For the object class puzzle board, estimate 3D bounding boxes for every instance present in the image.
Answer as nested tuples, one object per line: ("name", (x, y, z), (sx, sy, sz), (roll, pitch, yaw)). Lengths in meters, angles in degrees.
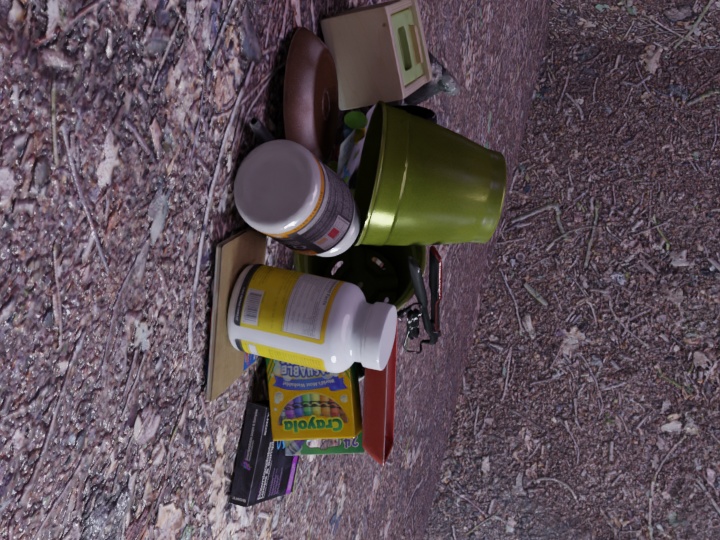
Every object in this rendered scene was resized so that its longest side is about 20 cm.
("puzzle board", (-0.160, 0.047, 1.291), (0.151, 0.017, 0.204), (-43, 141, -68))

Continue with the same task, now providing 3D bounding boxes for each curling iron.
("curling iron", (-0.111, -0.162, 1.305), (0.200, 0.025, 0.051), (34, 62, -74))

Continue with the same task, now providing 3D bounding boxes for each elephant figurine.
("elephant figurine", (0.057, -0.279, 1.686), (0.200, 0.156, 0.141), (-46, 134, 12))

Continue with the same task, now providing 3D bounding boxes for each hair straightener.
("hair straightener", (0.080, 0.053, 1.463), (0.202, 0.076, 0.041), (87, -21, -48))

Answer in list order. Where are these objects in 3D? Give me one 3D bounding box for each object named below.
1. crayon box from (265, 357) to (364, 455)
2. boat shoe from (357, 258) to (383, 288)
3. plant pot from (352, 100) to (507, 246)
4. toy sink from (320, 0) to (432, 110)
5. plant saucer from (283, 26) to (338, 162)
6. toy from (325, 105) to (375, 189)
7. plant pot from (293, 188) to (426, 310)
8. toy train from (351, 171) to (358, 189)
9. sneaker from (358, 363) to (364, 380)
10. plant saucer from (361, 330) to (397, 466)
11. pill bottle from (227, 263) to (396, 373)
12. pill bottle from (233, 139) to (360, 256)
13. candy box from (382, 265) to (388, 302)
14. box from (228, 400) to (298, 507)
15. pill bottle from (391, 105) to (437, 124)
("crayon box", (-0.065, 0.165, 1.423), (0.052, 0.123, 0.205), (-18, 103, -75))
("boat shoe", (0.020, -0.059, 1.797), (0.202, 0.075, 0.072), (-61, -167, 4))
("plant pot", (0.099, -0.118, 1.421), (0.200, 0.189, 0.205), (-170, -90, -82))
("toy sink", (0.035, -0.329, 1.501), (0.200, 0.110, 0.133), (-47, 127, -64))
("plant saucer", (-0.062, -0.226, 1.370), (0.200, 0.036, 0.205), (3, 90, -79))
("toy", (-0.027, -0.167, 1.551), (0.116, 0.047, 0.201), (-53, 169, -35))
("plant pot", (0.000, 0.000, 1.570), (0.185, 0.196, 0.204), (88, 16, -75))
("toy train", (-0.010, -0.094, 1.626), (0.046, 0.034, 0.201), (-41, 163, -34))
("sneaker", (-0.052, 0.184, 1.560), (0.200, 0.078, 0.090), (-49, 170, -35))
("plant saucer", (0.029, 0.165, 1.465), (0.200, 0.036, 0.205), (6, 87, -84))
("pill bottle", (-0.059, 0.064, 1.261), (0.112, 0.196, 0.114), (11, 90, -76))
("pill bottle", (-0.073, -0.084, 1.296), (0.200, 0.114, 0.119), (33, 69, -68))
("candy box", (0.022, 0.070, 1.799), (0.137, 0.061, 0.201), (-54, -177, 36))
("box", (-0.133, 0.267, 1.505), (0.200, 0.035, 0.146), (18, 82, -73))
("pill bottle", (0.068, -0.154, 1.622), (0.112, 0.110, 0.204), (-52, 144, -60))
